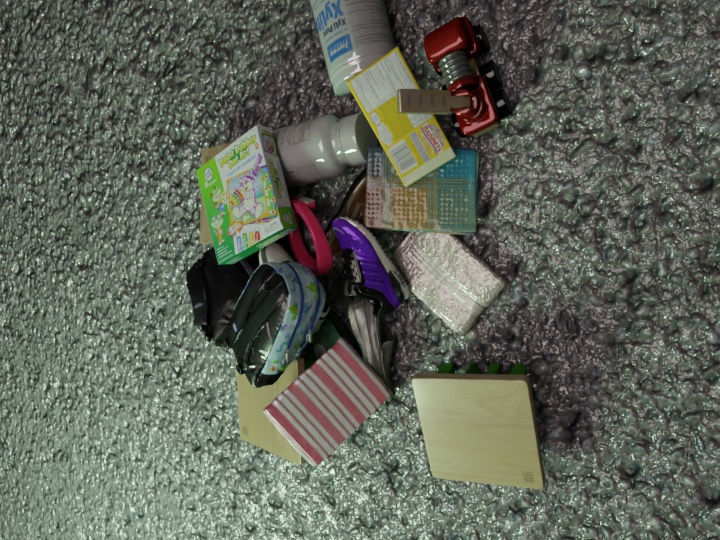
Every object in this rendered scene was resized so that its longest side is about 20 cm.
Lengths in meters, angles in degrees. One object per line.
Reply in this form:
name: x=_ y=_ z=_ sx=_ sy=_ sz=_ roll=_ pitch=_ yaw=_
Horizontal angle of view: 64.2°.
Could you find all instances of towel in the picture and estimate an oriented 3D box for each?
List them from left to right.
towel: x=-0.059 y=0.239 z=1.049 sx=0.200 sy=0.030 sz=0.147 roll=-42 pitch=100 yaw=-6
towel: x=0.106 y=-0.141 z=1.006 sx=0.196 sy=0.022 sz=0.150 roll=3 pitch=91 yaw=9
towel: x=0.152 y=0.003 z=1.032 sx=0.200 sy=0.034 sz=0.133 roll=43 pitch=114 yaw=17

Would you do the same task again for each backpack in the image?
backpack: x=-0.272 y=0.048 z=1.187 sx=0.166 sy=0.127 sz=0.200 roll=-37 pitch=55 yaw=-5
backpack: x=-0.151 y=0.077 z=1.021 sx=0.163 sy=0.152 sz=0.202 roll=49 pitch=135 yaw=40

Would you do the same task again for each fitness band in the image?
fitness band: x=-0.104 y=-0.065 z=1.095 sx=0.200 sy=0.037 sz=0.146 roll=-156 pitch=51 yaw=-65

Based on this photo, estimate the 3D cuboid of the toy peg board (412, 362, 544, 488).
toy peg board: x=0.214 y=0.255 z=1.002 sx=0.197 sy=0.098 sz=0.202 roll=-4 pitch=108 yaw=30

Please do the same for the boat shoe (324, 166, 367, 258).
boat shoe: x=-0.004 y=-0.109 z=1.089 sx=0.073 sy=0.076 sz=0.201 roll=29 pitch=114 yaw=-10

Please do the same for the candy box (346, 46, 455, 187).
candy box: x=0.068 y=-0.253 z=0.960 sx=0.101 sy=0.026 sz=0.202 roll=-30 pitch=103 yaw=7

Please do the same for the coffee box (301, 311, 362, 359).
coffee box: x=-0.090 y=0.193 z=1.179 sx=0.200 sy=0.044 sz=0.123 roll=-46 pitch=75 yaw=24

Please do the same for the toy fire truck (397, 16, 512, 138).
toy fire truck: x=0.137 y=-0.304 z=0.909 sx=0.127 sy=0.199 sz=0.179 roll=-20 pitch=87 yaw=28

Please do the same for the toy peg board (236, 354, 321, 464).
toy peg board: x=-0.152 y=0.252 z=1.155 sx=0.197 sy=0.097 sz=0.204 roll=4 pitch=98 yaw=44

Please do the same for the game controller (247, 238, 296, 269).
game controller: x=-0.164 y=0.008 z=1.207 sx=0.201 sy=0.042 sz=0.105 roll=52 pitch=130 yaw=14

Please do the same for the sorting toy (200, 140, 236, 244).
sorting toy: x=-0.236 y=-0.161 z=1.188 sx=0.196 sy=0.069 sz=0.204 roll=-6 pitch=80 yaw=30

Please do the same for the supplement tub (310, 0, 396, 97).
supplement tub: x=-0.012 y=-0.429 z=1.016 sx=0.130 sy=0.131 sz=0.203 roll=-16 pitch=87 yaw=28

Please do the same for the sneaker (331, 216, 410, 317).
sneaker: x=0.000 y=0.000 z=1.031 sx=0.201 sy=0.099 sz=0.069 roll=51 pitch=162 yaw=-10

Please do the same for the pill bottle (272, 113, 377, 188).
pill bottle: x=-0.074 y=-0.228 z=1.081 sx=0.197 sy=0.114 sz=0.117 roll=-7 pitch=93 yaw=29

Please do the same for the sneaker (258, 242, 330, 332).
sneaker: x=-0.123 y=0.019 z=1.113 sx=0.201 sy=0.073 sz=0.080 roll=55 pitch=138 yaw=8

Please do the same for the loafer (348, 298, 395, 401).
loafer: x=0.035 y=0.148 z=1.091 sx=0.069 sy=0.070 sz=0.203 roll=-17 pitch=99 yaw=6

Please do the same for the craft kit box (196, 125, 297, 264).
craft kit box: x=-0.219 y=-0.137 z=1.086 sx=0.198 sy=0.048 sz=0.201 roll=-24 pitch=75 yaw=37
